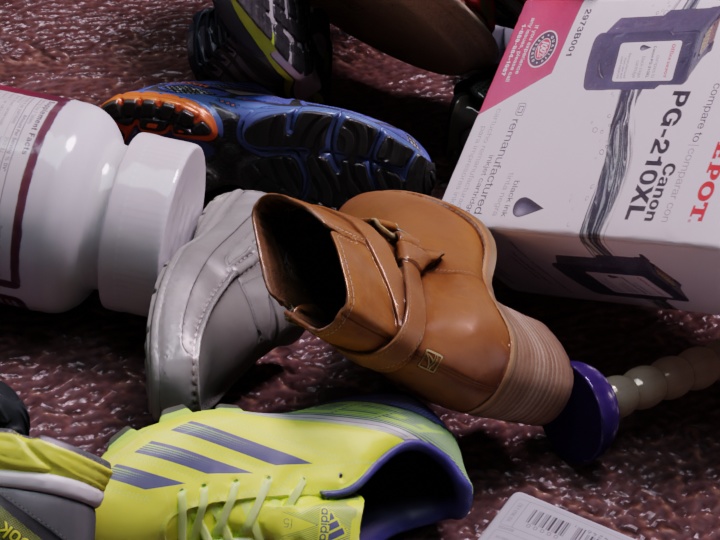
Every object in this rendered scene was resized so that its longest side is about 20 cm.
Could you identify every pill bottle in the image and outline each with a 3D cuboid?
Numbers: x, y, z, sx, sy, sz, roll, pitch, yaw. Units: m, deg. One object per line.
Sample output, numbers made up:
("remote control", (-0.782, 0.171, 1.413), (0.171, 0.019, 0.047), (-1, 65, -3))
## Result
("pill bottle", (-0.186, -0.040, 1.014), (0.199, 0.110, 0.110), (12, 32, 6))

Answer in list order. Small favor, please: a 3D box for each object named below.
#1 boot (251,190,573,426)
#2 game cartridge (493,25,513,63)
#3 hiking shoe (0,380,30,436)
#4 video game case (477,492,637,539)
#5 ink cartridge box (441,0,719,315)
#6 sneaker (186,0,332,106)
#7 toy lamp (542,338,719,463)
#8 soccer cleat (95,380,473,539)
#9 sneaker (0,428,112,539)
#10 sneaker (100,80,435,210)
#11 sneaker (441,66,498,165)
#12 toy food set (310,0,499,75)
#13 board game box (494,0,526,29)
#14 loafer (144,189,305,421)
("boot", (0.000, 0.000, 0.965), (0.155, 0.077, 0.200), (22, 22, -39))
("game cartridge", (0.178, -0.166, 1.308), (0.199, 0.039, 0.130), (-2, 23, 25))
("hiking shoe", (-0.245, 0.049, 0.891), (0.198, 0.075, 0.087), (6, 32, -4))
("video game case", (0.116, 0.180, 0.815), (0.199, 0.024, 0.182), (22, 34, 19))
("ink cartridge box", (0.154, -0.061, 1.023), (0.199, 0.146, 0.084), (7, -22, 48))
("sneaker", (-0.068, -0.137, 1.181), (0.080, 0.074, 0.200), (-5, -14, 8))
("toy lamp", (0.181, 0.045, 1.015), (0.199, 0.059, 0.058), (-14, 38, -33))
("soccer cleat", (-0.040, 0.100, 0.869), (0.199, 0.065, 0.084), (-11, 39, -29))
("sneaker", (-0.201, 0.110, 0.805), (0.199, 0.075, 0.085), (-3, 71, 14))
("sneaker", (-0.052, -0.077, 1.145), (0.199, 0.076, 0.079), (14, 28, 6))
("sneaker", (0.124, -0.068, 1.169), (0.114, 0.077, 0.199), (-19, 37, -34))
("toy food set", (0.000, -0.183, 1.194), (0.199, 0.049, 0.198), (30, -6, 2))
("board game box", (0.106, -0.164, 1.153), (0.105, 0.024, 0.200), (40, -10, -38))
("loafer", (-0.060, 0.014, 0.994), (0.069, 0.070, 0.200), (6, 29, 9))
